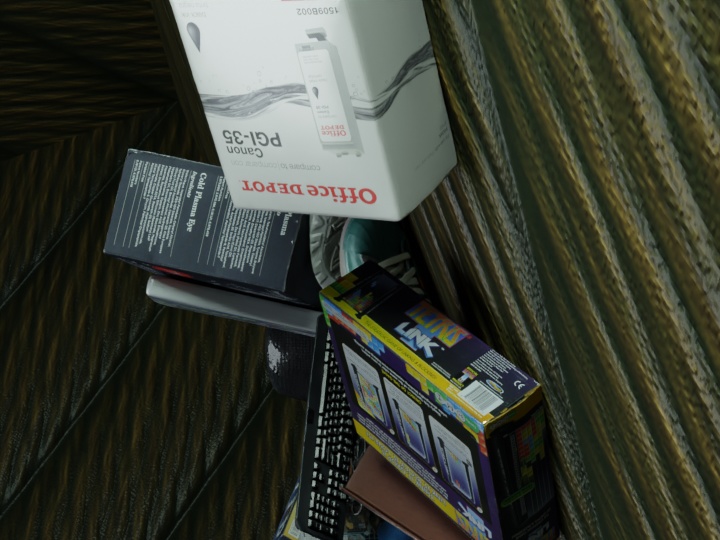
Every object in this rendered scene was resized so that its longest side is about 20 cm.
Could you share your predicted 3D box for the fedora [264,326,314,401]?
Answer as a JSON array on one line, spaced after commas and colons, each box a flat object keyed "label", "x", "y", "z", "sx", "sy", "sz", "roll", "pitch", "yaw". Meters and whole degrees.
[{"label": "fedora", "x": -0.062, "y": 0.080, "z": 1.500, "sx": 0.201, "sy": 0.091, "sz": 0.202, "roll": 3, "pitch": -90, "yaw": -84}]

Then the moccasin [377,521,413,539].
[{"label": "moccasin", "x": 0.085, "y": 0.287, "z": 1.182, "sx": 0.200, "sy": 0.080, "sz": 0.068, "roll": 23, "pitch": 139, "yaw": 55}]

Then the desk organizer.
[{"label": "desk organizer", "x": 0.081, "y": 0.201, "z": 1.074, "sx": 0.072, "sy": 0.077, "sz": 0.200, "roll": 35, "pitch": 173, "yaw": -41}]

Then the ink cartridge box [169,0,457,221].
[{"label": "ink cartridge box", "x": -0.032, "y": -0.139, "z": 0.830, "sx": 0.146, "sy": 0.083, "sz": 0.201, "roll": 6, "pitch": 125, "yaw": 34}]

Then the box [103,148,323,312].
[{"label": "box", "x": -0.119, "y": -0.032, "z": 1.239, "sx": 0.200, "sy": 0.181, "sz": 0.105, "roll": 33, "pitch": -112, "yaw": -74}]

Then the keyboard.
[{"label": "keyboard", "x": -0.012, "y": 0.146, "z": 1.155, "sx": 0.104, "sy": 0.039, "sz": 0.201, "roll": 40, "pitch": -130, "yaw": -54}]

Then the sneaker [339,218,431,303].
[{"label": "sneaker", "x": 0.041, "y": 0.042, "z": 1.105, "sx": 0.080, "sy": 0.071, "sz": 0.201, "roll": 9, "pitch": 117, "yaw": 63}]

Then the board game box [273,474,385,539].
[{"label": "board game box", "x": 0.000, "y": 0.237, "z": 1.297, "sx": 0.035, "sy": 0.135, "sz": 0.200, "roll": -55, "pitch": 7, "yaw": 38}]

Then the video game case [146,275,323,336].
[{"label": "video game case", "x": -0.114, "y": 0.041, "z": 1.290, "sx": 0.182, "sy": 0.199, "sz": 0.023, "roll": 152, "pitch": 131, "yaw": -82}]

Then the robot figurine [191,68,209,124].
[{"label": "robot figurine", "x": -0.102, "y": -0.213, "z": 1.197, "sx": 0.113, "sy": 0.170, "sz": 0.200, "roll": 26, "pitch": 162, "yaw": -1}]

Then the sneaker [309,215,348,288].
[{"label": "sneaker", "x": 0.000, "y": 0.000, "z": 1.193, "sx": 0.099, "sy": 0.078, "sz": 0.201, "roll": -108, "pitch": -3, "yaw": -64}]

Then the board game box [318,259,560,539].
[{"label": "board game box", "x": 0.060, "y": 0.107, "z": 0.965, "sx": 0.200, "sy": 0.057, "sz": 0.166, "roll": 38, "pitch": 152, "yaw": 43}]

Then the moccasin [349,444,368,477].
[{"label": "moccasin", "x": -0.012, "y": 0.134, "z": 1.281, "sx": 0.074, "sy": 0.077, "sz": 0.202, "roll": 83, "pitch": -174, "yaw": -50}]
